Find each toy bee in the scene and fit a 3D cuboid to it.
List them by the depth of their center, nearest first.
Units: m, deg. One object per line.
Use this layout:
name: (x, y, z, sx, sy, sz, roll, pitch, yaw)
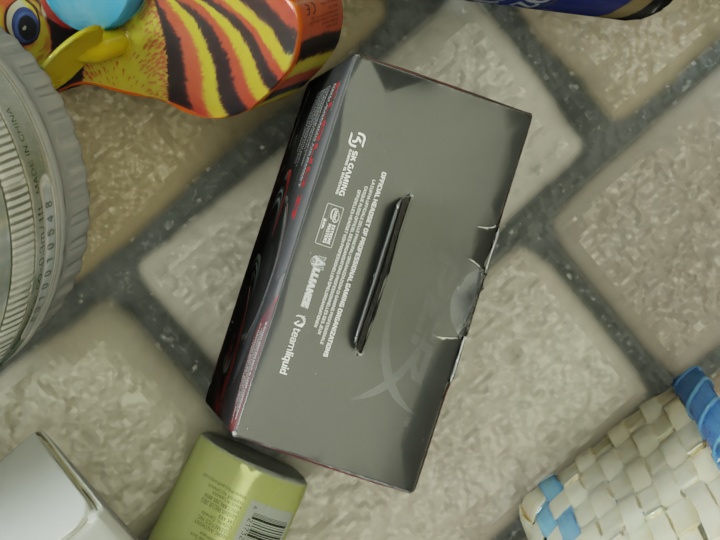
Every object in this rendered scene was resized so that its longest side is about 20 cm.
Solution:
toy bee: (-0.101, -0.103, 1.072, 0.130, 0.200, 0.109, -7, 124, -39)

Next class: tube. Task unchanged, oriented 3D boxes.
tube: (-0.086, 0.167, 1.097, 0.058, 0.052, 0.201, 25, 92, 25)

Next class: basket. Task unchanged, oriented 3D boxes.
basket: (0.174, 0.108, 1.067, 0.199, 0.177, 0.140, -30, 109, 8)

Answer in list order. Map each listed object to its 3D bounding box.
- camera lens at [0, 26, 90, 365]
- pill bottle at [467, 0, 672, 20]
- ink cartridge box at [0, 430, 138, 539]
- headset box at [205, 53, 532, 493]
camera lens: (-0.213, -0.011, 0.953, 0.159, 0.200, 0.161, 10, 110, 29)
pill bottle: (0.038, -0.164, 1.040, 0.199, 0.112, 0.113, 4, 90, -30)
ink cartridge box: (-0.112, 0.185, 1.016, 0.144, 0.084, 0.200, -40, 122, -7)
headset box: (0.000, 0.000, 1.026, 0.074, 0.200, 0.150, 18, 90, -7)
